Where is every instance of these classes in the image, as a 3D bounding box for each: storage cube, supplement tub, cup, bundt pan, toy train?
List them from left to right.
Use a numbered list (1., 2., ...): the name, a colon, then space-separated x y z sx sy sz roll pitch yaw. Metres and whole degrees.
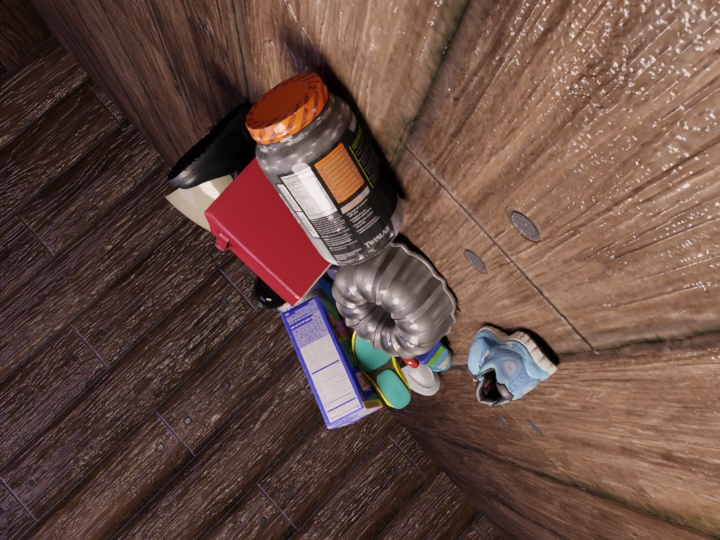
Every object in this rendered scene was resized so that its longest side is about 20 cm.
1. cup: -0.241 -0.142 1.210 0.144 0.200 0.200 54 168 -19
2. storage cube: -0.106 -0.072 0.975 0.179 0.201 0.171 41 169 -2
3. supplement tub: -0.039 -0.114 0.748 0.122 0.122 0.201 33 161 51
4. bundt pan: 0.039 0.051 0.955 0.200 0.076 0.204 28 145 21
5. toy train: 0.080 0.104 1.177 0.199 0.085 0.116 40 180 37

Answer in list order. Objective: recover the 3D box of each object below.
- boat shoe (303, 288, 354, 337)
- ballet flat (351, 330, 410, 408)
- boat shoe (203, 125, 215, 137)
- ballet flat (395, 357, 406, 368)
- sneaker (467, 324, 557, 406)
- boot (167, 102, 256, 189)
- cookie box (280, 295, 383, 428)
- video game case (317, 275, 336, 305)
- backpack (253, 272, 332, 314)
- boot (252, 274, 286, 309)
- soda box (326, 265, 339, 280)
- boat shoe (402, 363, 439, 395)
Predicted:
1. boat shoe: -0.039 0.102 1.278 0.065 0.072 0.200 41 177 43
2. ballet flat: 0.029 0.155 1.115 0.202 0.066 0.067 63 177 -32
3. boat shoe: -0.272 -0.222 1.410 0.201 0.074 0.068 52 174 -17
4. ballet flat: 0.041 0.134 1.292 0.067 0.047 0.200 30 -168 -36
5. sneaker: 0.172 0.128 0.843 0.079 0.090 0.200 47 170 1
6. boot: -0.200 -0.153 1.073 0.076 0.201 0.169 -2 132 46
7. cookie box: -0.045 0.158 1.111 0.203 0.074 0.171 65 -174 13
8. video game case: 0.015 0.081 1.252 0.198 0.018 0.143 28 -168 -40
9. backpack: -0.088 0.040 1.355 0.154 0.201 0.190 41 180 35
10. boot: -0.114 -0.013 1.172 0.079 0.211 0.158 44 174 -6
11. soda box: 0.000 0.000 1.129 0.064 0.068 0.200 49 169 -15
12. boat shoe: 0.095 0.185 1.396 0.201 0.070 0.072 48 173 12
